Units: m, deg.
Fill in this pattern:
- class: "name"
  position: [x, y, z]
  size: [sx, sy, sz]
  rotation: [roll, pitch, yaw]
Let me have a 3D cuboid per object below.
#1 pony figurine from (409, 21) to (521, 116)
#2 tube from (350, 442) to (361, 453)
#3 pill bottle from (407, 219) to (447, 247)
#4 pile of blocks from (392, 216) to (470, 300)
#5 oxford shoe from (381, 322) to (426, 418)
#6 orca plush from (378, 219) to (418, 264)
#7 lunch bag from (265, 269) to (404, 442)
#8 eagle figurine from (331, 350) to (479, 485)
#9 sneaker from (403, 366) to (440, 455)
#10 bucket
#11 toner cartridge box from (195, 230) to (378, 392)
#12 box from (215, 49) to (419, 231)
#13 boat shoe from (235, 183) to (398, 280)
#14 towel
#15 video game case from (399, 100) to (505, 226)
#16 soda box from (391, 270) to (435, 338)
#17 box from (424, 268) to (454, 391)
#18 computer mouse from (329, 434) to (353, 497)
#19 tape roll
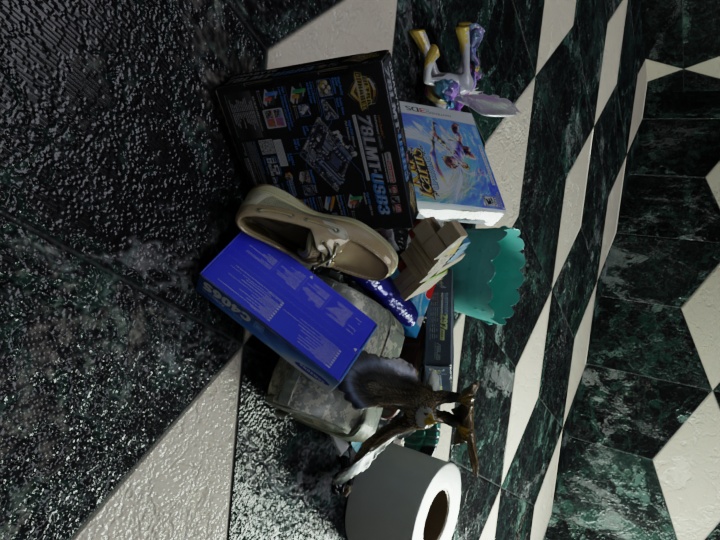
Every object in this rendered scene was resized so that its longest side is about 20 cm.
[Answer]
- class: "pony figurine"
  position: [0.176, -0.334, 1.069]
  size: [0.192, 0.167, 0.201]
  rotation: [-17, 120, -20]
- class: "tube"
  position: [0.008, 0.186, 0.956]
  size: [0.078, 0.050, 0.201]
  rotation: [66, 30, -60]
- class: "pill bottle"
  position: [0.105, -0.121, 1.011]
  size: [0.114, 0.114, 0.202]
  rotation: [26, 70, -56]
- class: "pile of blocks"
  position: [0.091, -0.031, 0.770]
  size: [0.082, 0.062, 0.200]
  rotation: [-29, 166, -20]
- class: "oxford shoe"
  position: [0.085, 0.186, 1.101]
  size: [0.201, 0.070, 0.075]
  rotation: [-65, 147, -23]
- class: "orca plush"
  position: [0.064, -0.084, 0.912]
  size: [0.201, 0.070, 0.106]
  rotation: [-107, -160, -51]
- class: "lunch bag"
  position: [-0.039, 0.119, 0.822]
  size: [0.168, 0.138, 0.201]
  rotation: [47, 60, -58]
- class: "eagle figurine"
  position: [0.055, 0.186, 0.768]
  size: [0.151, 0.198, 0.153]
  rotation: [100, -14, -53]
- class: "sneaker"
  position: [0.143, 0.297, 1.218]
  size: [0.087, 0.074, 0.202]
  rotation: [12, 87, -62]
- class: "bucket"
  position: [0.253, 0.005, 1.255]
  size: [0.207, 0.134, 0.209]
  rotation: [-21, 115, -54]
- class: "toner cartridge box"
  position: [-0.086, 0.044, 0.702]
  size: [0.095, 0.200, 0.043]
  rotation: [-52, 180, -35]
- class: "box"
  position: [-0.044, -0.138, 0.697]
  size: [0.050, 0.197, 0.201]
  rotation: [-69, 149, -53]
- class: "boat shoe"
  position: [-0.051, -0.032, 0.702]
  size: [0.072, 0.199, 0.065]
  rotation: [-58, -171, 38]
- class: "towel"
  position: [0.000, 0.000, 0.869]
  size: [0.049, 0.148, 0.200]
  rotation: [-42, 138, 4]
- class: "video game case"
  position: [0.114, -0.168, 0.914]
  size: [0.180, 0.046, 0.201]
  rotation: [2, 59, -24]
- class: "soda box"
  position: [0.095, 0.015, 1.075]
  size: [0.064, 0.067, 0.201]
  rotation: [48, 58, -50]
- class: "box"
  position: [0.152, 0.121, 1.122]
  size: [0.158, 0.051, 0.201]
  rotation: [74, 19, -55]
- class: "computer mouse"
  position: [-0.035, 0.251, 0.946]
  size: [0.110, 0.043, 0.202]
  rotation: [-50, 137, -74]
- class: "tape roll"
  position: [0.082, 0.434, 1.092]
  size: [0.202, 0.138, 0.204]
  rotation: [-21, 115, -55]
